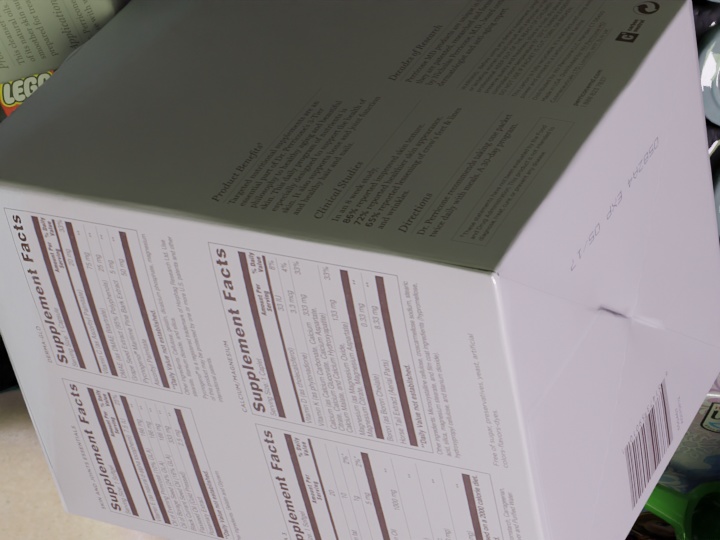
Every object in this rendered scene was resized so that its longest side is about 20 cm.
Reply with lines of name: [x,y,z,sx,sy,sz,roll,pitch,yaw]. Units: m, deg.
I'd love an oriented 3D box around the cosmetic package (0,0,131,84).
cosmetic package: [-0.187,-0.119,0.775,0.199,0.081,0.113,-11,124,12]

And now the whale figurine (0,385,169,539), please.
whale figurine: [-0.154,0.117,0.872,0.199,0.104,0.160,-18,97,19]

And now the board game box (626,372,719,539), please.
board game box: [0.215,0.076,0.862,0.199,0.044,0.199,5,155,-1]

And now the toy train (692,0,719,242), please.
toy train: [0.099,-0.074,0.776,0.113,0.085,0.201,-19,123,-9]

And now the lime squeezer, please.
lime squeezer: [0.136,0.102,0.854,0.038,0.070,0.200,-58,145,-6]

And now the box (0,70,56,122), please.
box: [-0.035,-0.062,0.832,0.199,0.040,0.137,-13,125,12]

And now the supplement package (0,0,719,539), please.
supplement package: [0.000,0.000,0.715,0.199,0.152,0.151,10,131,29]
